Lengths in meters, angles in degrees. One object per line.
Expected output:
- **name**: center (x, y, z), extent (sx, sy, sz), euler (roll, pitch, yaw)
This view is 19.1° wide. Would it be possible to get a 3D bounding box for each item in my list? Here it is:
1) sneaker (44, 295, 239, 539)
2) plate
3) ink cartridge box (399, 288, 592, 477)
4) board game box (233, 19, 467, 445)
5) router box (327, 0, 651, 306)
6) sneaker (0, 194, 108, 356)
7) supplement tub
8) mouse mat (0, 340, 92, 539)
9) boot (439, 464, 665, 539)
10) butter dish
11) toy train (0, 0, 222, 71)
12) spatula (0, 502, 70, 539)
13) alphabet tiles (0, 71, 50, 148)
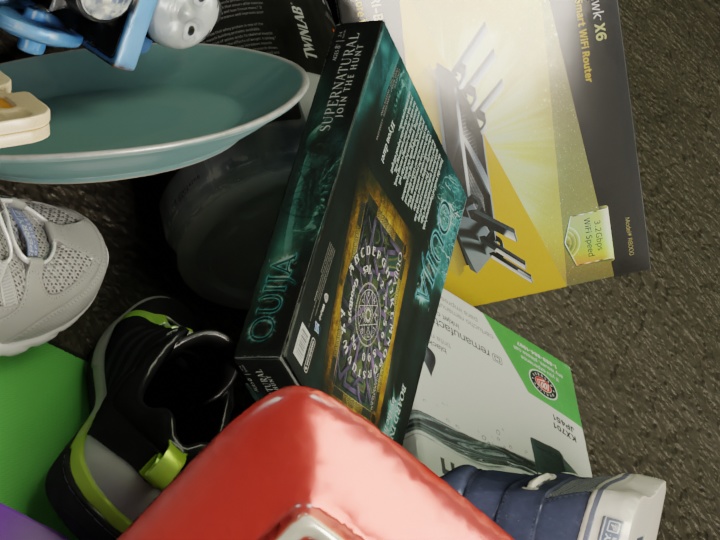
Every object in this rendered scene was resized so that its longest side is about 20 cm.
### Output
- **sneaker**: center (-0.078, 0.057, 0.958), extent (0.072, 0.083, 0.200), euler (42, 21, -15)
- **plate**: center (-0.123, -0.072, 1.014), extent (0.200, 0.200, 0.026), euler (-49, 139, -63)
- **ink cartridge box**: center (0.049, 0.114, 1.103), extent (0.146, 0.083, 0.200), euler (31, 34, -32)
- **board game box**: center (0.000, 0.000, 1.016), extent (0.135, 0.028, 0.200), euler (62, 35, -45)
- **router box**: center (0.073, -0.084, 1.214), extent (0.052, 0.157, 0.201), euler (-120, -161, -71)
- **sneaker**: center (-0.176, -0.013, 0.911), extent (0.200, 0.082, 0.075), euler (0, 52, -52)
- **supplement tub**: center (-0.062, -0.089, 1.148), extent (0.122, 0.122, 0.200), euler (23, 38, -42)
- **mouse mat**: center (-0.134, 0.090, 0.942), extent (0.200, 0.008, 0.161), euler (30, 33, -35)
- **boot**: center (0.088, 0.119, 0.991), extent (0.090, 0.073, 0.200), euler (12, -8, 14)
- **butter dish**: center (-0.019, 0.147, 0.866), extent (0.200, 0.199, 0.148), euler (40, 14, -13)
- **toy train**: center (-0.147, -0.159, 1.080), extent (0.114, 0.087, 0.200), euler (9, 15, -37)
- **spatula**: center (-0.190, 0.069, 0.854), extent (0.200, 0.021, 0.057), euler (43, 22, -10)
- **alphabet tiles**: center (-0.225, -0.051, 0.818), extent (0.199, 0.015, 0.196), euler (-12, 23, -25)
